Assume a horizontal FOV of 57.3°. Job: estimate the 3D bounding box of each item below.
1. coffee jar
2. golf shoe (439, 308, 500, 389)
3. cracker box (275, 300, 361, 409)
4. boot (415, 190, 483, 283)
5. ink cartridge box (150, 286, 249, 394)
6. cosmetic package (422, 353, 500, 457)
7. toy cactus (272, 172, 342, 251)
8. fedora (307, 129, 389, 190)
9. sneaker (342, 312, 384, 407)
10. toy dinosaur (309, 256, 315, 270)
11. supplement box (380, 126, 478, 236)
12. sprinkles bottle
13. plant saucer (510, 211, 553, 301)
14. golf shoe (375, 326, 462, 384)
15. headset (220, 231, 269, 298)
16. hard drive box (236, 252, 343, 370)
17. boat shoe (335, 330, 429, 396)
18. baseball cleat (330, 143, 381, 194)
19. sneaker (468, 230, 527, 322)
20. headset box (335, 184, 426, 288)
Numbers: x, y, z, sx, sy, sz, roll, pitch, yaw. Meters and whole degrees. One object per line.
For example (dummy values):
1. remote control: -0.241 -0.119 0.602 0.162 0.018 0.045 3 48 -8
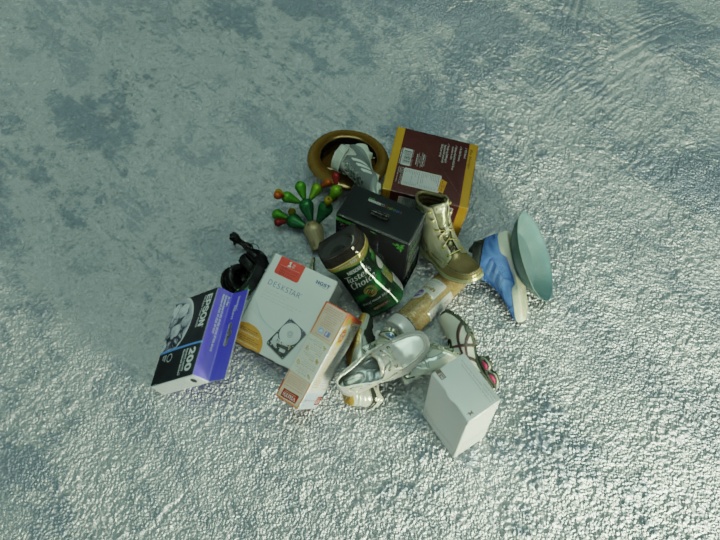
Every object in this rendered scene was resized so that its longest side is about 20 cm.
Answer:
1. coffee jar: 0.000 0.000 1.378 0.104 0.200 0.086 -29 32 17
2. golf shoe: 0.206 0.171 1.363 0.087 0.077 0.201 -25 62 -9
3. cracker box: -0.077 0.167 1.276 0.057 0.134 0.202 27 85 14
4. boot: 0.183 -0.073 1.398 0.071 0.156 0.200 -24 37 -20
5. ink cartridge box: -0.321 0.134 1.312 0.198 0.043 0.200 -18 49 35
6. cosmetic package: 0.184 0.256 1.232 0.081 0.201 0.113 -27 63 -18
7. toy cactus: -0.118 -0.129 1.509 0.198 0.102 0.167 -18 85 18
8. fedora: -0.031 -0.254 1.612 0.198 0.082 0.203 1 58 -2
9. sneaker: 0.016 0.187 1.355 0.087 0.076 0.202 14 60 -12
10. toy dinosaur: -0.102 0.062 1.435 0.087 0.048 0.201 -16 58 -20
11. supplement box: 0.157 -0.203 1.553 0.197 0.133 0.199 14 58 2
12. sprinkles bottle: 0.143 0.073 1.423 0.068 0.069 0.200 39 64 20
13. plant saucer: 0.370 -0.027 1.453 0.038 0.201 0.203 -16 51 32
14. golf shoe: 0.120 0.186 1.306 0.198 0.078 0.098 16 74 10
15. headset: -0.259 -0.008 1.425 0.094 0.123 0.201 40 24 -23
16. hard drive box: -0.150 0.091 1.359 0.154 0.077 0.202 23 77 14
17. boat shoe: 0.043 0.177 1.246 0.199 0.069 0.071 -31 75 0
18. baseball cleat: -0.012 -0.216 1.491 0.105 0.070 0.201 1 42 -13
19. sneaker: 0.299 0.023 1.464 0.110 0.077 0.203 -15 84 26
20. headset box: 0.040 -0.072 1.432 0.172 0.201 0.093 24 59 12
